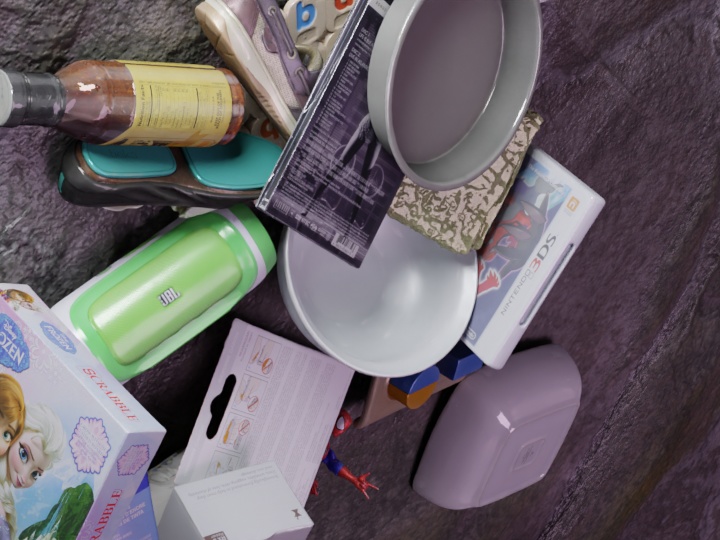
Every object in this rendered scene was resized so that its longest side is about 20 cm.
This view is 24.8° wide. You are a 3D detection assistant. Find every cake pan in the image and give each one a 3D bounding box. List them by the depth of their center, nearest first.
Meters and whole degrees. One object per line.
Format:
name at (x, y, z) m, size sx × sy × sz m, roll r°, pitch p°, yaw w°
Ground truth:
cake pan at (0.076, -0.165, 1.339) m, size 0.200 × 0.037 × 0.201 m, roll -26°, pitch 127°, yaw -41°

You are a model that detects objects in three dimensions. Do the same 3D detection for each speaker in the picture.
speaker at (-0.168, 0.022, 1.347) m, size 0.200 × 0.088 × 0.089 m, roll -37°, pitch 144°, yaw -19°

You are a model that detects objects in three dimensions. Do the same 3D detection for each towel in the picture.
towel at (0.057, -0.109, 1.426) m, size 0.200 × 0.036 × 0.149 m, roll 25°, pitch 93°, yaw -32°

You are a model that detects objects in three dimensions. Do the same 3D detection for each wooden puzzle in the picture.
wooden puzzle at (0.086, 0.069, 1.701) m, size 0.185 × 0.046 × 0.201 m, roll -20°, pitch 138°, yaw -49°

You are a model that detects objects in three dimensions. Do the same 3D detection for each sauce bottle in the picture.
sauce bottle at (-0.180, -0.124, 1.211) m, size 0.199 × 0.066 × 0.066 m, roll -1°, pitch 124°, yaw -39°

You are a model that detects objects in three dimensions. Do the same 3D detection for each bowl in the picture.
bowl at (0.000, 0.000, 1.479) m, size 0.200 × 0.090 × 0.202 m, roll 6°, pitch 79°, yaw -30°
bowl at (0.171, 0.190, 1.901) m, size 0.199 × 0.075 × 0.200 m, roll -14°, pitch 135°, yaw -43°

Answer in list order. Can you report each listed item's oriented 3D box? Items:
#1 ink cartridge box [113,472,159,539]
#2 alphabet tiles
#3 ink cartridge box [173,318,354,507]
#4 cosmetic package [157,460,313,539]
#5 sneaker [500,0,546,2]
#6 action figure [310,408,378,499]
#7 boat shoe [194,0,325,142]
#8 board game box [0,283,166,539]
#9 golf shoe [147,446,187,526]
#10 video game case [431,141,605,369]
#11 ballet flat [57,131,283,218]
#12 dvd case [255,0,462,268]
ink cartridge box at (-0.235, 0.206, 1.374) m, size 0.076 × 0.136 × 0.201 m, roll -26°, pitch 123°, yaw -33°
alphabet tiles at (-0.049, -0.152, 1.380) m, size 0.200 × 0.015 × 0.196 m, roll -30°, pitch 142°, yaw -27°
ink cartridge box at (-0.100, 0.139, 1.537) m, size 0.200 × 0.050 × 0.163 m, roll 26°, pitch 83°, yaw -51°
cosmetic package at (-0.133, 0.273, 1.497) m, size 0.113 × 0.081 × 0.200 m, roll -10°, pitch 139°, yaw -37°
sneaker at (0.119, -0.294, 1.385) m, size 0.200 × 0.074 × 0.116 m, roll -3°, pitch 128°, yaw -46°
action figure at (-0.066, 0.229, 1.659) m, size 0.200 × 0.099 × 0.065 m, roll -48°, pitch 147°, yaw -8°
boat shoe at (-0.057, -0.152, 1.290) m, size 0.065 × 0.072 × 0.200 m, roll -39°, pitch 134°, yaw -3°
board game box at (-0.258, 0.146, 1.261) m, size 0.041 × 0.200 × 0.200 m, roll 5°, pitch 118°, yaw -50°
golf shoe at (-0.180, 0.199, 1.535) m, size 0.200 × 0.078 × 0.098 m, roll 18°, pitch 91°, yaw -60°
video game case at (0.116, -0.037, 1.516) m, size 0.023 × 0.200 × 0.183 m, roll 19°, pitch 108°, yaw -41°
ballet flat at (-0.151, -0.076, 1.294) m, size 0.199 × 0.068 × 0.068 m, roll 2°, pitch 148°, yaw -37°
dvd case at (0.002, -0.115, 1.323) m, size 0.149 × 0.016 × 0.201 m, roll 31°, pitch 84°, yaw -54°
